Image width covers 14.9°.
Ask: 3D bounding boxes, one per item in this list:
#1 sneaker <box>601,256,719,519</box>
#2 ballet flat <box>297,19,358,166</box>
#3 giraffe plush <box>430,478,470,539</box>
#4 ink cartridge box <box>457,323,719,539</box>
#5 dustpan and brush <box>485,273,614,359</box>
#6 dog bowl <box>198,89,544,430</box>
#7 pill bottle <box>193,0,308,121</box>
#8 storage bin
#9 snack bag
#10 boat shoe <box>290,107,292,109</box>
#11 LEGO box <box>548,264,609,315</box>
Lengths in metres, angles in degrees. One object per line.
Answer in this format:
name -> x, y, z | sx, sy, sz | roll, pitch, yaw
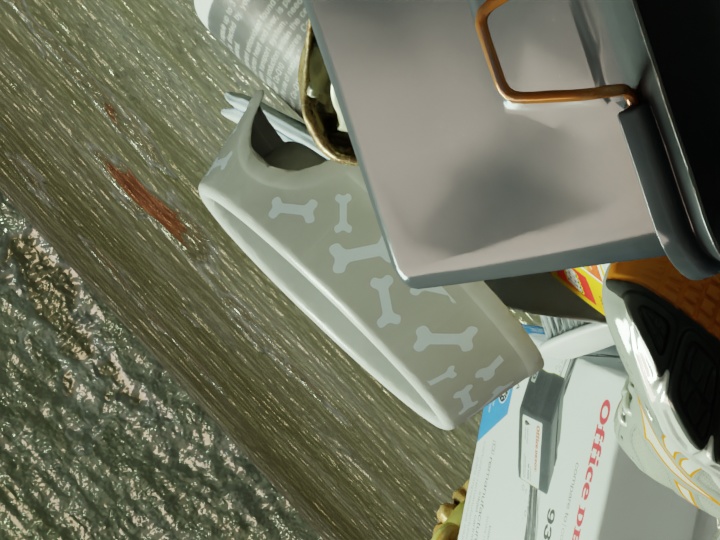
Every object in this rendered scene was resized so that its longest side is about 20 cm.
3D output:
sneaker -> 0.138, 0.058, 1.211 | 0.092, 0.076, 0.200 | 9, 149, 39
ballet flat -> 0.010, -0.131, 1.210 | 0.065, 0.070, 0.200 | -86, 0, -56
giraffe plush -> 0.118, 0.159, 1.763 | 0.200, 0.162, 0.173 | 29, 160, 54
ink cartridge box -> 0.134, 0.118, 1.542 | 0.084, 0.146, 0.200 | 10, -175, -18
dustpan and brush -> 0.135, 0.024, 1.426 | 0.139, 0.057, 0.200 | 14, 164, -25
dog bowl -> 0.000, 0.000, 1.372 | 0.200, 0.059, 0.200 | 44, 174, 6
pill bottle -> -0.009, -0.132, 1.346 | 0.200, 0.113, 0.113 | 43, 168, 11
storage bin -> 0.057, -0.084, 0.958 | 0.134, 0.146, 0.200 | -15, 100, 30
snack bag -> 0.039, -0.033, 1.562 | 0.200, 0.021, 0.188 | 31, -176, 37
boat shoe -> 0.021, -0.087, 1.496 | 0.072, 0.071, 0.200 | 51, 168, -25
LEGO box -> 0.124, -0.048, 1.247 | 0.149, 0.077, 0.200 | 39, 167, 33
